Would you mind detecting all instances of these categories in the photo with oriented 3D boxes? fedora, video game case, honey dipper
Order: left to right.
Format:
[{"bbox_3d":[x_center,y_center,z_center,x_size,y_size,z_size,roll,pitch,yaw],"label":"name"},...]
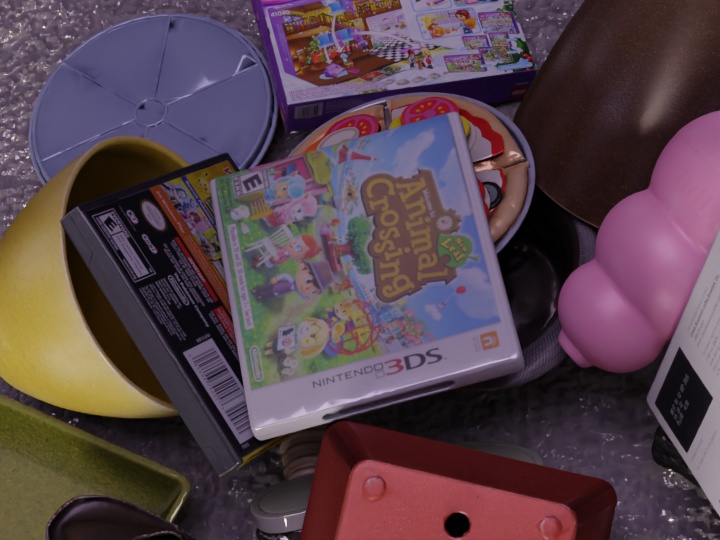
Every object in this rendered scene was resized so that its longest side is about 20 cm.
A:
[{"bbox_3d":[-0.094,0.024,1.290,0.025,0.181,0.200,-36,85,33],"label":"video game case"},{"bbox_3d":[-0.049,0.067,1.363,0.038,0.038,0.201,-12,58,3],"label":"honey dipper"},{"bbox_3d":[0.000,0.000,1.254,0.181,0.022,0.201,-15,58,5],"label":"video game case"},{"bbox_3d":[0.084,0.022,1.335,0.176,0.090,0.201,16,58,15],"label":"fedora"}]

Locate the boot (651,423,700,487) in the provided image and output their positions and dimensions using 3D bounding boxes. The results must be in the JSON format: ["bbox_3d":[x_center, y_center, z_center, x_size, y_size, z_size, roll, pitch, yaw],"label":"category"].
[{"bbox_3d":[0.250,0.160,1.234,0.158,0.080,0.211,36,61,18],"label":"boot"}]

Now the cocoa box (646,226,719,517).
[{"bbox_3d":[0.279,0.056,1.136,0.131,0.200,0.134,-19,59,-19],"label":"cocoa box"}]

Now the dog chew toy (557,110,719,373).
[{"bbox_3d":[0.211,-0.011,1.226,0.200,0.124,0.125,-42,60,9],"label":"dog chew toy"}]

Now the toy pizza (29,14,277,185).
[{"bbox_3d":[-0.162,-0.116,1.479,0.199,0.032,0.201,-5,60,8],"label":"toy pizza"}]

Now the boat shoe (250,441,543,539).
[{"bbox_3d":[0.028,0.166,1.283,0.200,0.061,0.072,-10,20,-1],"label":"boat shoe"}]

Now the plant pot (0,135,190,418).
[{"bbox_3d":[-0.190,0.022,1.342,0.142,0.200,0.201,-20,54,33],"label":"plant pot"}]

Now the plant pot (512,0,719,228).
[{"bbox_3d":[0.222,-0.153,1.312,0.186,0.201,0.187,10,40,-9],"label":"plant pot"}]

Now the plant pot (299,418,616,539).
[{"bbox_3d":[0.048,0.200,1.144,0.199,0.176,0.201,13,81,5],"label":"plant pot"}]

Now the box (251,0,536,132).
[{"bbox_3d":[0.024,-0.185,1.468,0.199,0.039,0.137,-9,59,-11],"label":"box"}]

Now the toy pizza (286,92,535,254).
[{"bbox_3d":[0.024,-0.059,1.324,0.199,0.032,0.201,-10,48,11],"label":"toy pizza"}]

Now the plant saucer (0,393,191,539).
[{"bbox_3d":[-0.242,0.202,1.311,0.199,0.048,0.200,21,66,19],"label":"plant saucer"}]

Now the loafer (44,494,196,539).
[{"bbox_3d":[-0.134,0.187,1.213,0.199,0.071,0.073,20,57,37],"label":"loafer"}]
